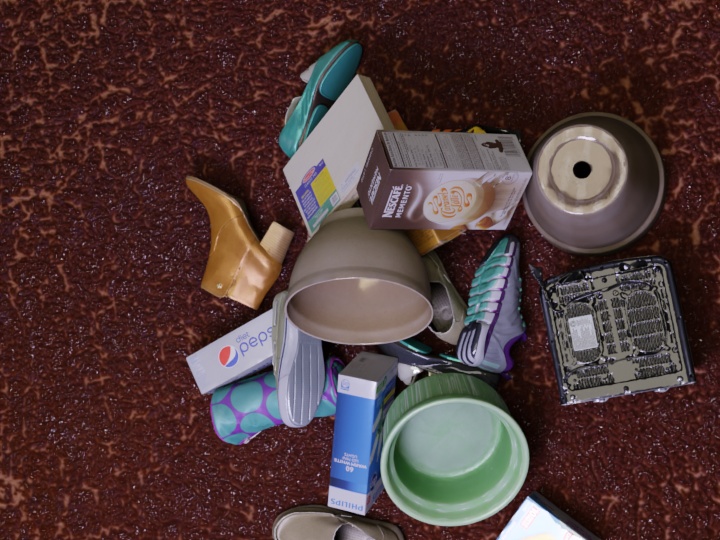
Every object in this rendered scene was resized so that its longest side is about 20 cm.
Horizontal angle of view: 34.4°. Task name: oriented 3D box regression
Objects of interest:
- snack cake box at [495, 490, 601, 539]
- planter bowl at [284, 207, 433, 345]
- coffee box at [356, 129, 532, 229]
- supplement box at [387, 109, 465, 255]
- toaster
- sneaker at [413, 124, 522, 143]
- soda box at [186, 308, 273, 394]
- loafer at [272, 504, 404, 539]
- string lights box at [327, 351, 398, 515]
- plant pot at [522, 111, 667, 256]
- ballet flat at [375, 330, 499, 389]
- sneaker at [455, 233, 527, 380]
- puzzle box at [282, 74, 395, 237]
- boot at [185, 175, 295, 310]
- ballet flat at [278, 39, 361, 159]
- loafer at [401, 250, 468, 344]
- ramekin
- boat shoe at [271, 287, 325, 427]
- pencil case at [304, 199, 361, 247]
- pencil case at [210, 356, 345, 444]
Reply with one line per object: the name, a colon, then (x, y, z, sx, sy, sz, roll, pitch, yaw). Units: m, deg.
snack cake box: (0.225, 0.418, 1.598, 0.115, 0.067, 0.200, 36, 98, 16)
planter bowl: (0.000, 0.000, 1.585, 0.200, 0.200, 0.135, -7, 59, 16)
coffee box: (0.108, -0.117, 1.536, 0.200, 0.114, 0.080, -1, 49, -18)
supplement box: (0.063, -0.121, 1.638, 0.069, 0.066, 0.200, -36, 84, 47)
toaster: (0.339, 0.073, 1.554, 0.180, 0.119, 0.200, -13, 84, 15)
sneaker: (0.128, -0.172, 1.594, 0.200, 0.090, 0.070, -4, 72, -27)
soda box: (-0.154, 0.111, 1.728, 0.200, 0.068, 0.064, -30, 78, 14)
loafer: (-0.038, 0.383, 1.679, 0.200, 0.067, 0.076, 1, 87, 17)
string lights box: (0.003, 0.226, 1.629, 0.059, 0.103, 0.200, 10, 108, 17)
plant pot: (0.304, -0.124, 1.549, 0.200, 0.174, 0.200, -1, 86, 16)
ballet flat: (0.097, 0.138, 1.652, 0.200, 0.073, 0.073, 19, 93, 15)
sneaker: (0.200, 0.051, 1.629, 0.087, 0.074, 0.200, 27, 72, -20)
puzzle box: (-0.029, -0.156, 1.618, 0.200, 0.025, 0.133, -47, 51, 34)
boot: (-0.209, -0.040, 1.751, 0.201, 0.071, 0.144, 31, 93, 11)
ballet flat: (-0.069, -0.259, 1.727, 0.070, 0.067, 0.200, 26, 93, 31)
loafer: (0.090, 0.018, 1.659, 0.076, 0.068, 0.200, -42, 77, 11)
ramekin: (0.123, 0.237, 1.584, 0.200, 0.098, 0.200, -1, 114, -3)
boat shoe: (-0.092, 0.121, 1.641, 0.062, 0.072, 0.200, -11, 70, 46)
pencil case: (-0.038, -0.092, 1.699, 0.089, 0.078, 0.200, 9, 89, 23)
pencil case: (-0.113, 0.191, 1.703, 0.200, 0.085, 0.093, -17, 103, 14)
